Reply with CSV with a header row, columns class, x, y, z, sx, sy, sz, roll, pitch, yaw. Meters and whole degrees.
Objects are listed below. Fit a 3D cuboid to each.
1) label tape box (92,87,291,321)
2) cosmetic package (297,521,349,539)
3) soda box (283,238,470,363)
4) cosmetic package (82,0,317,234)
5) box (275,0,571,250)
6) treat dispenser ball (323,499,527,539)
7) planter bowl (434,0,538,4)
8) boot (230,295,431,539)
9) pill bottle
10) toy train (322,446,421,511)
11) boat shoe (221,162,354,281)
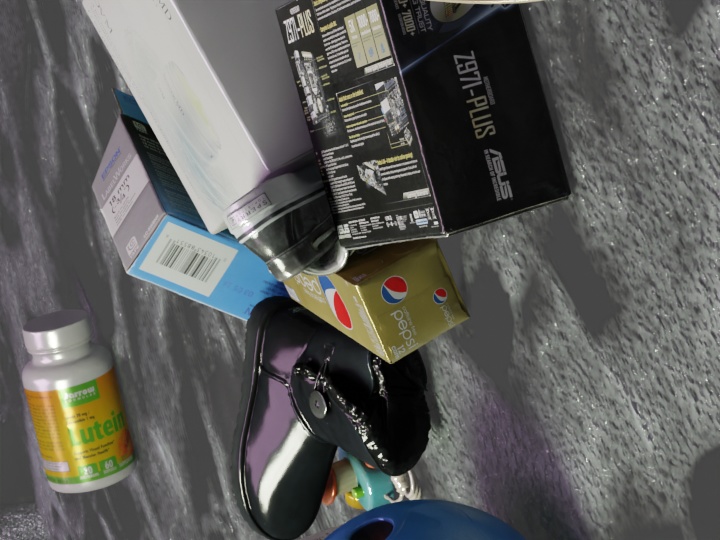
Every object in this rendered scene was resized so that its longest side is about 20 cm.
class,x,y,z,sx,sy,sz,roll,pitch,yaw
label tape box,-0.132,-0.048,1.794,0.064,0.144,0.200,-56,32,18
cosmetic package,0.014,0.275,1.742,0.200,0.112,0.082,41,144,56
soda box,0.000,0.000,1.588,0.064,0.067,0.200,66,166,-21
cosmetic package,-0.085,-0.156,1.578,0.200,0.122,0.200,60,160,3
box,0.034,-0.105,1.375,0.200,0.086,0.165,172,82,-72
treat dispenser ball,0.043,0.251,1.481,0.201,0.199,0.202,163,90,-72
planter bowl,0.038,-0.228,1.123,0.200,0.199,0.136,152,126,-72
boot,-0.021,0.128,1.687,0.168,0.076,0.202,21,113,52
pill bottle,-0.341,0.154,2.712,0.111,0.110,0.202,-154,50,-67
toy train,-0.020,0.105,1.781,0.150,0.055,0.201,118,133,-66
boat shoe,-0.038,-0.028,1.513,0.071,0.072,0.200,61,-160,0
